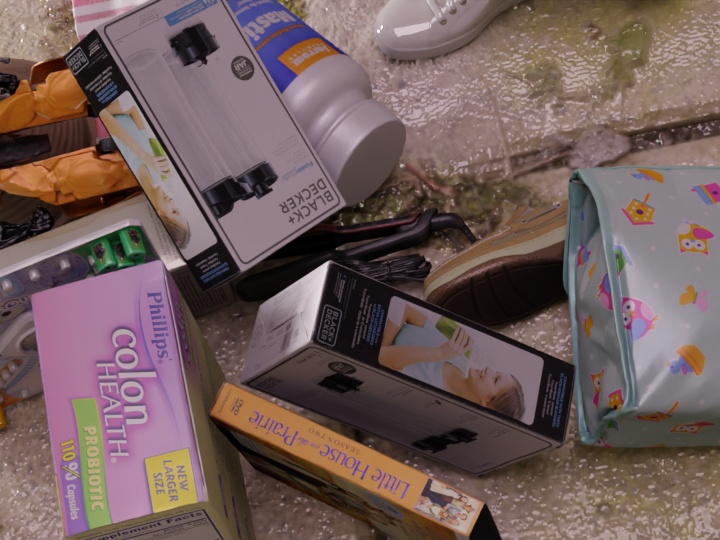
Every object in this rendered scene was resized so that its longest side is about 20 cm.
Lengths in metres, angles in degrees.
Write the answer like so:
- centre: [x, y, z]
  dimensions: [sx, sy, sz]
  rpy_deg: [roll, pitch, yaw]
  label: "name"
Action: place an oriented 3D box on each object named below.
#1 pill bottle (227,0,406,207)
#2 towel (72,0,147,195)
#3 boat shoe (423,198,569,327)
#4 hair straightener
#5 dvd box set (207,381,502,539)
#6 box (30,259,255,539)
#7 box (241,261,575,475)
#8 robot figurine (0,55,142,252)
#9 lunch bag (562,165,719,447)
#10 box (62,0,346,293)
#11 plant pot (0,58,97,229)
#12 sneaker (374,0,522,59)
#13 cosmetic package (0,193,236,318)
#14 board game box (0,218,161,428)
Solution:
- centre: [-0.062, -0.140, 1.357]
  dimensions: [0.200, 0.112, 0.112]
  rpy_deg: [39, 75, 24]
  label: "pill bottle"
- centre: [-0.161, -0.153, 1.340]
  dimensions: [0.145, 0.030, 0.202]
  rpy_deg: [-6, 96, 36]
  label: "towel"
- centre: [0.133, -0.018, 1.299]
  dimensions: [0.199, 0.072, 0.076]
  rpy_deg: [-18, 51, -12]
  label: "boat shoe"
- centre: [0.000, 0.000, 1.325]
  dimensions: [0.198, 0.041, 0.078]
  rpy_deg: [-8, 63, -1]
  label: "hair straightener"
- centre: [0.001, 0.148, 1.185]
  dimensions: [0.199, 0.146, 0.030]
  rpy_deg: [24, 75, 18]
  label: "dvd box set"
- centre: [-0.145, 0.123, 1.190]
  dimensions: [0.096, 0.200, 0.177]
  rpy_deg: [-14, 63, 1]
  label: "box"
- centre: [0.033, 0.072, 1.178]
  dimensions: [0.199, 0.117, 0.061]
  rpy_deg: [23, 64, -19]
  label: "box"
- centre: [-0.241, -0.095, 1.295]
  dimensions: [0.198, 0.058, 0.146]
  rpy_deg: [-12, 93, 0]
  label: "robot figurine"
- centre: [0.234, 0.018, 1.214]
  dimensions: [0.169, 0.122, 0.202]
  rpy_deg: [-1, 68, -9]
  label: "lunch bag"
- centre: [-0.110, -0.100, 1.241]
  dimensions: [0.116, 0.060, 0.201]
  rpy_deg: [-32, 94, -38]
  label: "box"
- centre: [-0.311, -0.099, 1.385]
  dimensions: [0.199, 0.093, 0.202]
  rpy_deg: [-4, 64, 7]
  label: "plant pot"
- centre: [0.096, -0.247, 1.403]
  dimensions: [0.199, 0.085, 0.073]
  rpy_deg: [-30, 65, -5]
  label: "sneaker"
- centre: [-0.203, 0.013, 1.306]
  dimensions: [0.199, 0.104, 0.074]
  rpy_deg: [-20, 67, -3]
  label: "cosmetic package"
- centre: [-0.227, 0.049, 1.237]
  dimensions: [0.199, 0.200, 0.026]
  rpy_deg: [-22, 66, -3]
  label: "board game box"
